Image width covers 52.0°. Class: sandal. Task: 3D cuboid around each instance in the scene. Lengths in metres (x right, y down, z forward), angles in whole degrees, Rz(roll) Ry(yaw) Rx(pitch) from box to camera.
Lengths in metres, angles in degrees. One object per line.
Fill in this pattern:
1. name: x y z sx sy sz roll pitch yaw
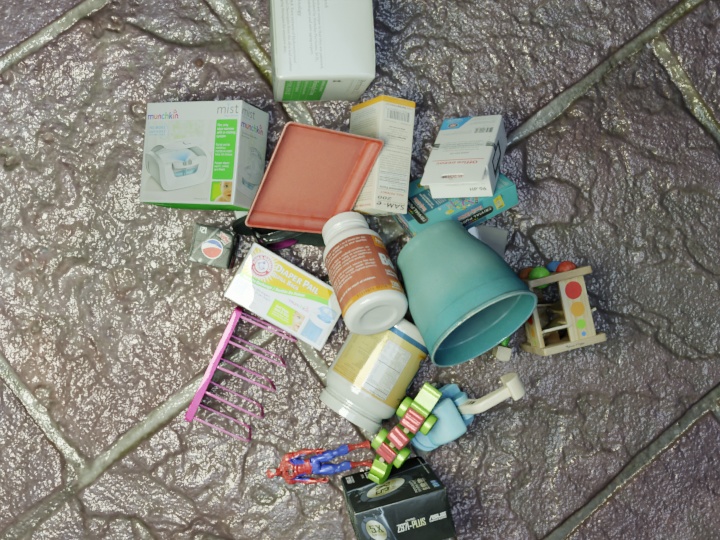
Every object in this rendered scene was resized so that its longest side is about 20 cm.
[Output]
1. sandal: -0.129 -0.064 1.319 0.199 0.075 0.048 6 59 -28

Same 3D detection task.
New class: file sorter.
1. file sorter: -0.207 0.182 1.303 0.124 0.139 0.202 25 86 -8

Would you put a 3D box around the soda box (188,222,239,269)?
1. soda box: -0.248 -0.039 1.268 0.070 0.200 0.064 14 90 -7

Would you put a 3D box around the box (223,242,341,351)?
1. box: -0.134 0.045 1.332 0.199 0.101 0.113 29 86 -7

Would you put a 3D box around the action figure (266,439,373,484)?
1. action figure: -0.076 0.359 1.368 0.198 0.052 0.066 -9 95 -5

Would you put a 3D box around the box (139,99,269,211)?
1. box: -0.269 -0.197 1.280 0.198 0.097 0.179 5 89 24

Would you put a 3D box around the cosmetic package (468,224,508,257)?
1. cosmetic package: 0.207 0.016 1.379 0.089 0.107 0.202 8 87 -8

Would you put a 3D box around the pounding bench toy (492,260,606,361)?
1. pounding bench toy: 0.329 0.073 1.385 0.198 0.124 0.158 -13 91 -8

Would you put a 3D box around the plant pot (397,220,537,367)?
1. plant pot: 0.162 0.026 1.237 0.199 0.201 0.189 -26 62 -7

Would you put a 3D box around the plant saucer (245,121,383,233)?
1. plant saucer: -0.083 -0.158 1.248 0.198 0.037 0.201 3 128 -38

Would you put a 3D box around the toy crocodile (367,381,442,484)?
1. toy crocodile: 0.074 0.284 1.288 0.067 0.062 0.201 39 103 13

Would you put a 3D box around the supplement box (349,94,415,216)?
1. supplement box: 0.033 -0.203 1.339 0.073 0.126 0.202 6 89 -28

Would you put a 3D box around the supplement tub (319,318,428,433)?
1. supplement tub: 0.027 0.175 1.333 0.144 0.145 0.201 32 86 -6

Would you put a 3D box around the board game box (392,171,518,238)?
1. board game box: 0.164 -0.130 1.353 0.199 0.151 0.047 -27 129 -6

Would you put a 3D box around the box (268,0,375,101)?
1. box: -0.073 -0.413 1.296 0.169 0.199 0.202 -4 92 -8

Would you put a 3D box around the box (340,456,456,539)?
1. box: 0.061 0.415 1.308 0.162 0.200 0.087 -13 93 -7

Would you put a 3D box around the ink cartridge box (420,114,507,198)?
1. ink cartridge box: 0.187 -0.192 1.322 0.115 0.201 0.068 0 134 24

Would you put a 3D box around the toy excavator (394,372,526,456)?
1. toy excavator: 0.180 0.253 1.328 0.193 0.200 0.101 -29 93 -21

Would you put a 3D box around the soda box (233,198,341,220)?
1. soda box: -0.136 -0.133 1.353 0.198 0.063 0.069 -16 91 -7

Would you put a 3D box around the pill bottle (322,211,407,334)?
1. pill bottle: 0.000 0.000 1.270 0.111 0.113 0.201 -16 56 -8
